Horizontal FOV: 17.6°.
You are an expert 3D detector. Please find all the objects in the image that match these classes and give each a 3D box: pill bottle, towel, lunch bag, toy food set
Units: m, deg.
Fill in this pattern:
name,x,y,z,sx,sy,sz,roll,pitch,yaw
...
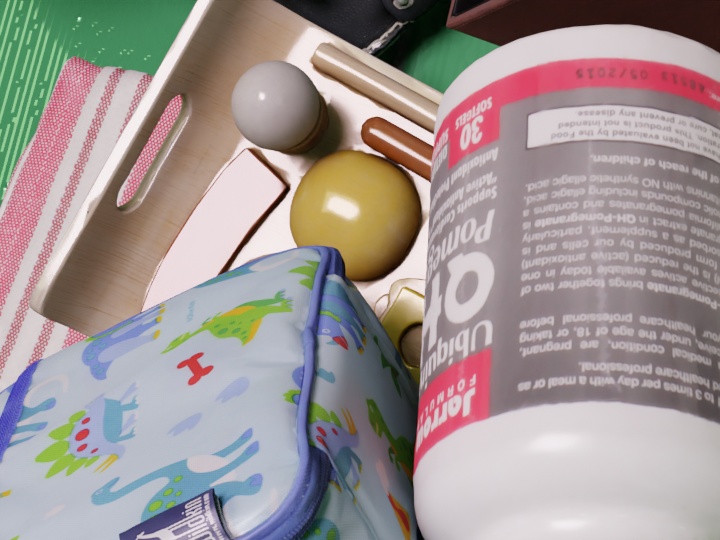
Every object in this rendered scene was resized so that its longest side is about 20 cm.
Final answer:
name,x,y,z,sx,sy,sz,roll,pitch,yaw
pill bottle,0.072,0.036,0.703,0.110,0.111,0.201,-14,55,27
towel,-0.067,0.004,0.917,0.199,0.030,0.147,18,84,32
lunch bag,-0.064,0.080,0.720,0.160,0.083,0.200,-26,21,15
toy food set,0.000,0.000,0.826,0.200,0.060,0.144,30,90,14

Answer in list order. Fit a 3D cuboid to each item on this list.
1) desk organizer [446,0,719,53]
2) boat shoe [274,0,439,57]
name,x,y,z,sx,sy,sz,roll,pitch,yaw
desk organizer,0.109,-0.116,0.758,0.200,0.077,0.072,-14,61,66
boat shoe,0.020,-0.137,0.874,0.200,0.076,0.060,-50,17,9
